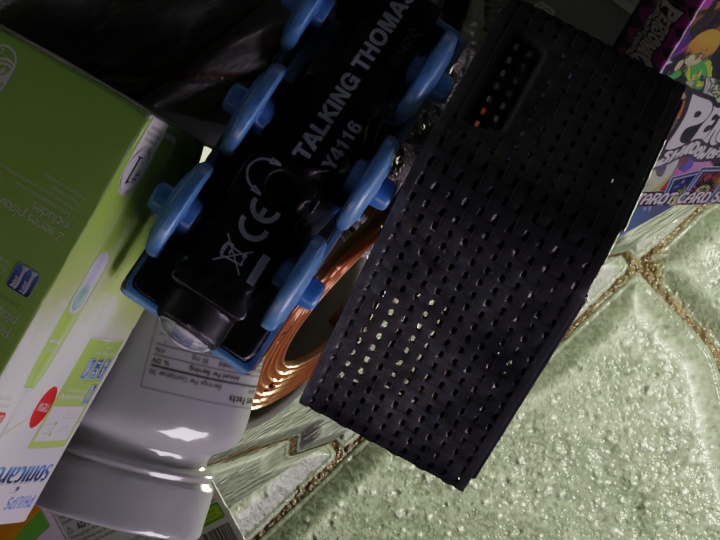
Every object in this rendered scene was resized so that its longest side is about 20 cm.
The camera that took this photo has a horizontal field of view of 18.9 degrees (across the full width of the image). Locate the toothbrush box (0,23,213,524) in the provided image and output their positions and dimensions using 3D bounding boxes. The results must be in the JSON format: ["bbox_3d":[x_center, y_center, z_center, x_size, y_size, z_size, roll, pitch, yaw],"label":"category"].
[{"bbox_3d":[-0.155,0.007,0.951,0.200,0.086,0.146,-59,169,0],"label":"toothbrush box"}]

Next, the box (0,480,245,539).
[{"bbox_3d":[-0.171,0.178,1.228,0.112,0.102,0.200,-22,168,-44],"label":"box"}]

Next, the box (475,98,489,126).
[{"bbox_3d":[0.029,-0.076,1.326,0.100,0.096,0.200,-27,170,-31],"label":"box"}]

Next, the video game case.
[{"bbox_3d":[0.208,-0.110,1.082,0.199,0.036,0.182,-2,133,-40],"label":"video game case"}]

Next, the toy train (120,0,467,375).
[{"bbox_3d":[-0.026,-0.048,0.946,0.200,0.087,0.114,-58,-179,-11],"label":"toy train"}]

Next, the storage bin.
[{"bbox_3d":[0.059,-0.010,1.001,0.135,0.094,0.200,-60,178,-41],"label":"storage bin"}]

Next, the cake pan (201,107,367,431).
[{"bbox_3d":[-0.065,-0.007,1.223,0.200,0.037,0.201,-30,129,-46],"label":"cake pan"}]

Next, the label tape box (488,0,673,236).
[{"bbox_3d":[0.160,-0.105,1.152,0.200,0.066,0.144,-30,143,-28],"label":"label tape box"}]

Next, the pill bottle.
[{"bbox_3d":[-0.101,0.025,1.074,0.113,0.113,0.201,20,85,-78],"label":"pill bottle"}]

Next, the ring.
[{"bbox_3d":[0.000,0.000,1.178,0.200,0.019,0.200,-43,169,-10],"label":"ring"}]

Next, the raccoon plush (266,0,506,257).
[{"bbox_3d":[0.027,-0.101,1.176,0.134,0.097,0.200,-35,166,-11],"label":"raccoon plush"}]
